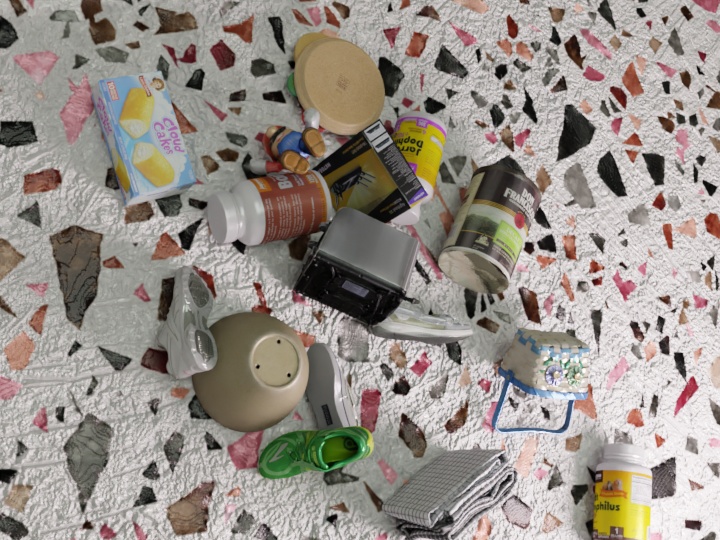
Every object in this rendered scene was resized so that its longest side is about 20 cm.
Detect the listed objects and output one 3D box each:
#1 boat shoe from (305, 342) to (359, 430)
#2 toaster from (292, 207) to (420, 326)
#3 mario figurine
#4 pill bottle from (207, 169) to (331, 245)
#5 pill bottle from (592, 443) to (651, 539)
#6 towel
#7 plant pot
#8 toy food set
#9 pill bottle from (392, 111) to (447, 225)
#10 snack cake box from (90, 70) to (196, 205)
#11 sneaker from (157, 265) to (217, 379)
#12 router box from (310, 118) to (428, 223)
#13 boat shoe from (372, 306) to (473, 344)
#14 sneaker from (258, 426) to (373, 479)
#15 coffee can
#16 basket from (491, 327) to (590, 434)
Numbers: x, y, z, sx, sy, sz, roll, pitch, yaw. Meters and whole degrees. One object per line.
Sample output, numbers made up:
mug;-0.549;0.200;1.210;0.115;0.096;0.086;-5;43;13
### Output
boat shoe;-0.042;0.223;1.642;0.065;0.071;0.202;-3;72;-57
toaster;0.000;0.000;1.636;0.198;0.181;0.120;24;65;-7
mario figurine;-0.131;-0.220;1.634;0.122;0.200;0.108;-11;102;-15
pill bottle;-0.158;-0.106;1.636;0.198;0.112;0.114;-13;83;-30
pill bottle;0.513;0.446;1.852;0.108;0.109;0.203;15;70;-23
towel;0.159;0.395;1.648;0.199;0.165;0.086;-34;100;-30
plant pot;-0.163;0.159;1.554;0.198;0.134;0.203;7;75;-26
toy food set;-0.044;-0.346;1.794;0.198;0.049;0.201;17;70;-24
pill bottle;0.097;-0.193;1.797;0.103;0.104;0.202;23;67;-21
snack cake box;-0.363;-0.222;1.583;0.114;0.067;0.202;-17;86;-29
sneaker;-0.294;0.084;1.536;0.078;0.099;0.202;37;34;-45
router box;0.012;-0.157;1.688;0.052;0.199;0.158;-37;95;-33
boat shoe;0.117;0.097;1.754;0.199;0.074;0.066;6;73;-18
sneaker;-0.078;0.296;1.560;0.197;0.084;0.075;-15;83;6
coffee can;0.250;-0.078;1.826;0.146;0.146;0.202;33;65;-17
basket;0.345;0.219;1.816;0.174;0.139;0.203;4;110;-26
